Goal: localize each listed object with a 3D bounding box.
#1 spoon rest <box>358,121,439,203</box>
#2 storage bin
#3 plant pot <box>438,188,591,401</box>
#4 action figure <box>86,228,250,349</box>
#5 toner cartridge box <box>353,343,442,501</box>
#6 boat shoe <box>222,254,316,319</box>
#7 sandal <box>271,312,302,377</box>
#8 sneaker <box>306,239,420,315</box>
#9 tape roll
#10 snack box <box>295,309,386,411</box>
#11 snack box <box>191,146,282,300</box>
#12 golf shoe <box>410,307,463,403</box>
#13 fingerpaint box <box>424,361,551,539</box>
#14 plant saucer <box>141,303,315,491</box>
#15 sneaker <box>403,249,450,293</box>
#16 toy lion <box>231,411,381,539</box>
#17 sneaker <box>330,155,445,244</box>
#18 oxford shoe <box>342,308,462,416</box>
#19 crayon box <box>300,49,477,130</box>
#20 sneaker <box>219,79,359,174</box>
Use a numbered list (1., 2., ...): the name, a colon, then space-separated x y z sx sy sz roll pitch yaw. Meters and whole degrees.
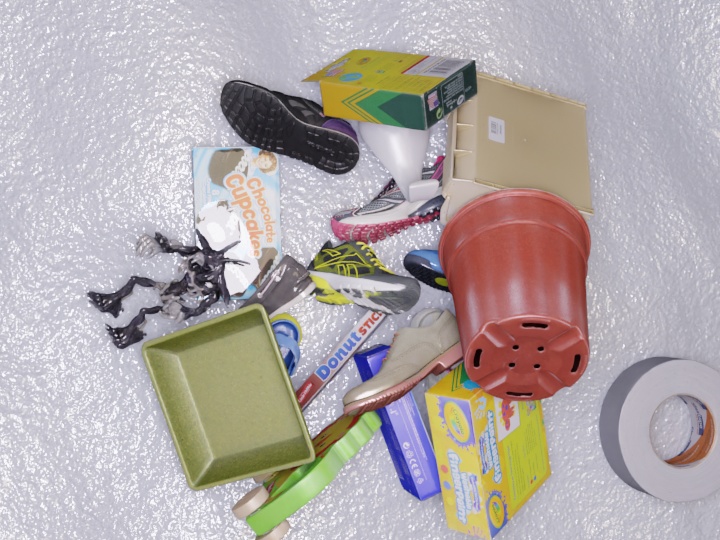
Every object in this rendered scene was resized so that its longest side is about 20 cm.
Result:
1. spoon rest: 0.056 -0.161 1.325 0.098 0.061 0.202 -8 49 -9
2. storage bin: 0.203 -0.146 1.327 0.196 0.094 0.202 14 54 -10
3. plant pot: 0.195 0.039 1.221 0.198 0.202 0.197 15 42 -11
4. action figure: -0.240 0.019 1.249 0.198 0.102 0.120 -30 73 8
5. toner cartridge box: 0.052 0.200 1.331 0.043 0.095 0.202 -21 93 -11
6. boat shoe: -0.145 0.052 1.287 0.199 0.067 0.057 -36 95 18
7. sandal: -0.130 0.152 1.301 0.079 0.087 0.203 18 87 -12
8. sneaker: 0.000 0.000 1.288 0.074 0.198 0.085 40 66 -44
9. tape roll: 0.447 0.226 1.426 0.197 0.066 0.203 0 88 -11
10. snack box: -0.028 0.114 1.308 0.024 0.072 0.200 41 69 5
11. snack box: -0.164 -0.062 1.324 0.114 0.037 0.203 -2 89 -12
12. golf shoe: 0.124 0.150 1.350 0.075 0.091 0.202 -22 94 -13
13. fingerpaint box: 0.170 0.216 1.301 0.166 0.073 0.203 -32 118 -44
14. plant saucer: -0.158 0.156 1.243 0.198 0.048 0.202 -19 92 27
15. sneaker: 0.155 -0.006 1.379 0.198 0.066 0.079 16 74 -11
16. toy lion: -0.057 0.245 1.262 0.191 0.200 0.069 -37 94 9
17. sneaker: 0.048 -0.092 1.353 0.198 0.081 0.075 -20 78 -19
18. oxford shoe: 0.051 0.117 1.258 0.198 0.071 0.074 -27 79 -26
19. crayon box: 0.037 -0.240 1.296 0.127 0.198 0.051 -38 131 -40
20. sneaker: -0.094 -0.198 1.322 0.198 0.088 0.076 26 119 -17
